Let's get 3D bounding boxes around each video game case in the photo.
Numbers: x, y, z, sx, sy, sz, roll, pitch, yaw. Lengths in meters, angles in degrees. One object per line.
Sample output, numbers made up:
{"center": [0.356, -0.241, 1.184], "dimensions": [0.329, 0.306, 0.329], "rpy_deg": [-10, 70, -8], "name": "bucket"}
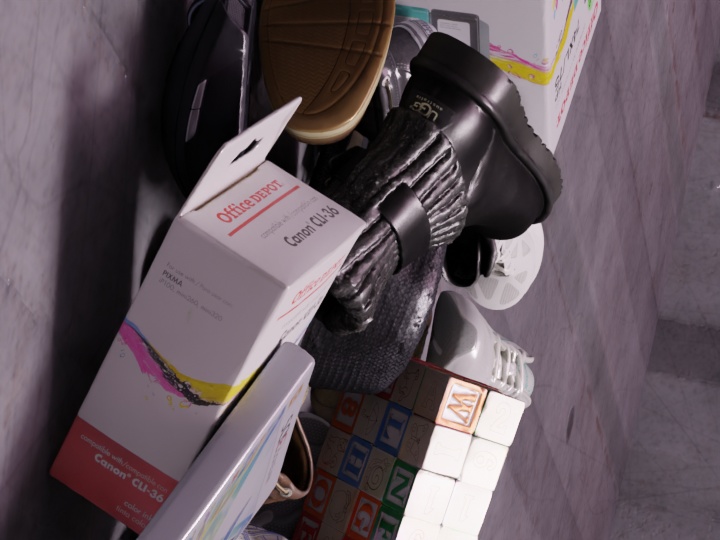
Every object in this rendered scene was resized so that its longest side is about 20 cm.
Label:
{"center": [-0.094, 0.148, 1.279], "dimensions": [0.200, 0.022, 0.182], "rpy_deg": [-53, 172, -25], "name": "video game case"}

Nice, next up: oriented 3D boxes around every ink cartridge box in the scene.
{"center": [-0.067, 0.022, 1.264], "dimensions": [0.201, 0.067, 0.116], "rpy_deg": [-62, 172, 25], "name": "ink cartridge box"}
{"center": [0.071, -0.199, 1.648], "dimensions": [0.200, 0.145, 0.147], "rpy_deg": [83, 22, -52], "name": "ink cartridge box"}

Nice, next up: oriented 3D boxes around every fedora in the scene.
{"center": [0.000, 0.000, 1.528], "dimensions": [0.201, 0.091, 0.202], "rpy_deg": [-161, -90, -87], "name": "fedora"}

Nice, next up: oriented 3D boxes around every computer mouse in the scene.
{"center": [-0.077, -0.128, 1.332], "dimensions": [0.141, 0.046, 0.201], "rpy_deg": [-88, -177, -60], "name": "computer mouse"}

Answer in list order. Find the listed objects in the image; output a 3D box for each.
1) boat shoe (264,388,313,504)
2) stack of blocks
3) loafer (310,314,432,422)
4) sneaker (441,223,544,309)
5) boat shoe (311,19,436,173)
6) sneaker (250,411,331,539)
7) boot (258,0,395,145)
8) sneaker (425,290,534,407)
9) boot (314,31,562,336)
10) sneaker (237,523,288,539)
{"center": [-0.063, 0.057, 1.421], "dimensions": [0.203, 0.074, 0.075], "rpy_deg": [77, 26, -50], "name": "boat shoe"}
{"center": [0.017, 0.155, 1.571], "dimensions": [0.115, 0.058, 0.201], "rpy_deg": [21, -89, 60], "name": "stack of blocks"}
{"center": [0.009, 0.040, 1.747], "dimensions": [0.200, 0.076, 0.068], "rpy_deg": [-76, 169, -62], "name": "loafer"}
{"center": [0.068, -0.018, 1.657], "dimensions": [0.201, 0.075, 0.116], "rpy_deg": [78, 25, -49], "name": "sneaker"}
{"center": [0.000, -0.073, 1.628], "dimensions": [0.066, 0.070, 0.200], "rpy_deg": [-18, 148, -32], "name": "boat shoe"}
{"center": [-0.049, 0.185, 1.662], "dimensions": [0.082, 0.074, 0.201], "rpy_deg": [-142, -129, -66], "name": "sneaker"}
{"center": [-0.021, -0.127, 1.423], "dimensions": [0.156, 0.072, 0.201], "rpy_deg": [94, -5, -60], "name": "boot"}
{"center": [0.084, 0.062, 1.768], "dimensions": [0.200, 0.080, 0.071], "rpy_deg": [82, 21, -79], "name": "sneaker"}
{"center": [0.029, -0.027, 1.413], "dimensions": [0.158, 0.079, 0.211], "rpy_deg": [-56, 155, -9], "name": "boot"}
{"center": [-0.071, 0.174, 1.472], "dimensions": [0.200, 0.088, 0.076], "rpy_deg": [10, 92, -75], "name": "sneaker"}
